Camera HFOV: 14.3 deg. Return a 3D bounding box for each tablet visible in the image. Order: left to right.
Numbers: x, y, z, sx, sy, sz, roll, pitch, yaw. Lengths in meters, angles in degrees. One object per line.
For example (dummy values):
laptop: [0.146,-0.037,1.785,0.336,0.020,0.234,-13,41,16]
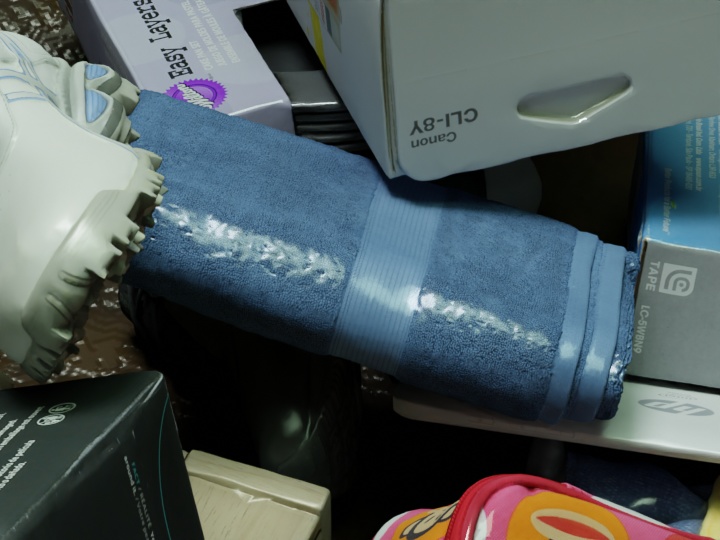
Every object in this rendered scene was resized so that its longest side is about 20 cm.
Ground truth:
tablet: [0.116,0.053,1.061,0.199,0.014,0.130,8,7,7]

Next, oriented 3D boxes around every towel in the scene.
towel: [0.000,0.000,1.019,0.199,0.049,0.112,19,24,1]

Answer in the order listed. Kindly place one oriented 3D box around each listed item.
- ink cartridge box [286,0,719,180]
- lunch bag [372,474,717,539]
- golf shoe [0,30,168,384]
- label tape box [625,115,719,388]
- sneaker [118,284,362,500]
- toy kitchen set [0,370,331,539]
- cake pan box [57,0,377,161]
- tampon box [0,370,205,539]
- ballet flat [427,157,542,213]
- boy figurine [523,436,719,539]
ink cartridge box: [0.047,-0.132,1.084,0.145,0.084,0.200,-14,37,-12]
lunch bag: [0.084,0.170,0.888,0.200,0.082,0.177,22,62,-24]
golf shoe: [-0.118,-0.030,0.886,0.097,0.078,0.200,29,9,-17]
label tape box: [0.205,-0.002,1.125,0.199,0.063,0.144,9,26,3]
sneaker: [-0.047,0.021,1.104,0.090,0.076,0.200,-7,35,-4]
toy kitchen set: [-0.132,0.072,0.952,0.199,0.181,0.163,15,45,15]
cake pan box: [-0.017,-0.103,1.167,0.184,0.052,0.200,-16,37,-10]
tampon box: [-0.151,0.130,0.844,0.199,0.150,0.126,-8,16,20]
ballet flat: [0.039,-0.046,1.181,0.068,0.068,0.200,12,43,-11]
boy figurine: [0.152,0.107,1.032,0.199,0.065,0.124,12,36,4]
